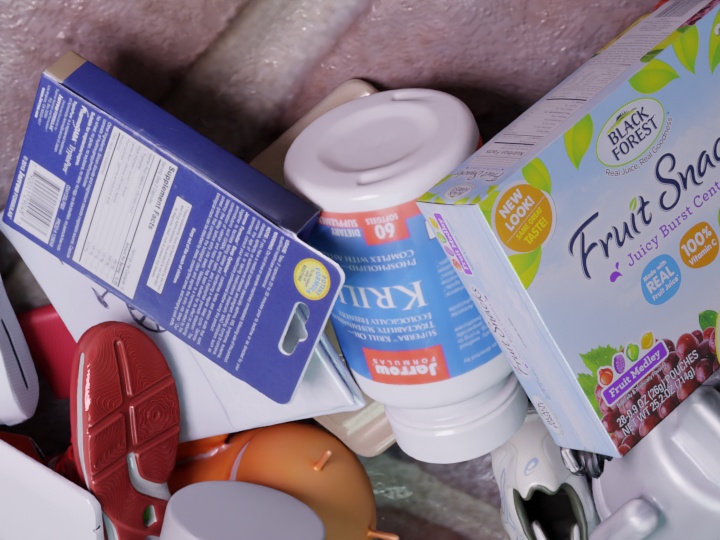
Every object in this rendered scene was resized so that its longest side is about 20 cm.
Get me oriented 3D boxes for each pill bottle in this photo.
[{"bbox_3d":[0.034,0.008,1.421,0.112,0.112,0.200,-12,122,11],"label":"pill bottle"},{"bbox_3d":[-0.085,0.234,1.487,0.113,0.113,0.200,9,111,-9],"label":"pill bottle"}]

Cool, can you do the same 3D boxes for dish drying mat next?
[{"bbox_3d":[-0.109,0.031,1.556,0.200,0.018,0.077,-13,132,13],"label":"dish drying mat"}]

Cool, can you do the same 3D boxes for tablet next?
[{"bbox_3d":[-0.234,0.130,1.523,0.200,0.014,0.130,28,145,20],"label":"tablet"}]

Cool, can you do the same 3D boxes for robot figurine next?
[{"bbox_3d":[-0.072,0.161,1.594,0.200,0.144,0.117,-17,166,37],"label":"robot figurine"},{"bbox_3d":[0.211,0.119,1.555,0.170,0.113,0.200,-33,167,-25],"label":"robot figurine"}]

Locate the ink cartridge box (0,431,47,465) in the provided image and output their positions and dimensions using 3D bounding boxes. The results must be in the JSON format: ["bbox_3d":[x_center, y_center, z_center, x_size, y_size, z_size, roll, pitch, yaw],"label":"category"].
[{"bbox_3d":[-0.226,0.182,1.644,0.109,0.050,0.200,9,141,33],"label":"ink cartridge box"}]

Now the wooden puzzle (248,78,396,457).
[{"bbox_3d":[0.000,0.000,1.502,0.185,0.037,0.200,-40,118,18],"label":"wooden puzzle"}]

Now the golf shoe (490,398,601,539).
[{"bbox_3d":[0.125,0.167,1.631,0.078,0.097,0.200,-15,133,11],"label":"golf shoe"}]

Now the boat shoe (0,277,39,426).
[{"bbox_3d":[-0.251,0.011,1.477,0.071,0.072,0.200,-11,115,8],"label":"boat shoe"}]

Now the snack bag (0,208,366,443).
[{"bbox_3d":[-0.113,0.020,1.460,0.200,0.021,0.189,-14,115,43],"label":"snack bag"}]

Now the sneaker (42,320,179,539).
[{"bbox_3d":[-0.168,0.112,1.516,0.115,0.078,0.200,19,124,39],"label":"sneaker"}]

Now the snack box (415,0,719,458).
[{"bbox_3d":[0.152,-0.026,1.363,0.068,0.200,0.169,4,128,58],"label":"snack box"}]

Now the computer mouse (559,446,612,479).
[{"bbox_3d":[0.143,0.011,1.482,0.053,0.139,0.200,13,125,11],"label":"computer mouse"}]

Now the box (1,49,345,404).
[{"bbox_3d":[-0.099,-0.021,1.379,0.200,0.032,0.121,34,135,10],"label":"box"}]
